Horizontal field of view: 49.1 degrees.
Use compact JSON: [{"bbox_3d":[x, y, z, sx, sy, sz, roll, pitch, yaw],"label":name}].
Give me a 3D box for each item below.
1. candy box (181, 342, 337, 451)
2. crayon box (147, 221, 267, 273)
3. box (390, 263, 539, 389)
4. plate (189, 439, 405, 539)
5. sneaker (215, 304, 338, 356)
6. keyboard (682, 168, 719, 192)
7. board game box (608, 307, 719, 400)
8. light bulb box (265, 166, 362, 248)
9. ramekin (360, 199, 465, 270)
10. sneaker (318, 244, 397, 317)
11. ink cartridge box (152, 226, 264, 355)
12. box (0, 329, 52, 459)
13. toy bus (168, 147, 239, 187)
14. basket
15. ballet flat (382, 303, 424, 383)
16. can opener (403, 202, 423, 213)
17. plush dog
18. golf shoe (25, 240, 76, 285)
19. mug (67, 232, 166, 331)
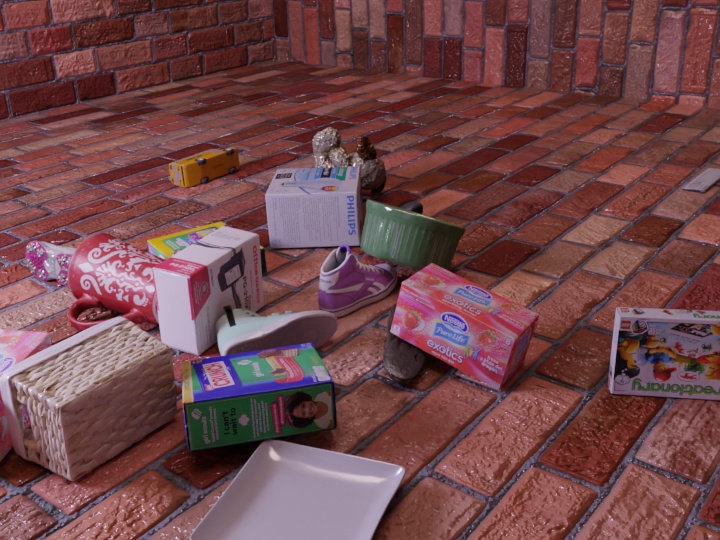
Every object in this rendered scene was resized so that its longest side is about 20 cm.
[{"bbox_3d":[-0.146,0.170,1.092,0.197,0.078,0.169,-8,14,-12],"label":"candy box"},{"bbox_3d":[-0.312,-0.028,1.595,0.171,0.059,0.199,-19,29,-30],"label":"crayon box"},{"bbox_3d":[0.160,0.082,1.219,0.199,0.096,0.102,27,32,25],"label":"box"},{"bbox_3d":[-0.067,0.281,0.922,0.197,0.033,0.200,7,26,19],"label":"plate"},{"bbox_3d":[-0.143,0.085,1.303,0.198,0.075,0.118,-13,33,-18],"label":"sneaker"},{"bbox_3d":[0.881,-0.233,2.008,0.056,0.011,0.199,17,30,36],"label":"keyboard"},{"bbox_3d":[0.461,0.119,1.122,0.197,0.128,0.035,2,23,9],"label":"board game box"},{"bbox_3d":[-0.096,-0.143,1.748,0.197,0.126,0.199,-2,24,3],"label":"light bulb box"},{"bbox_3d":[0.094,-0.062,1.515,0.197,0.099,0.200,16,6,-2],"label":"ramekin"},{"bbox_3d":[0.000,0.000,1.440,0.072,0.116,0.200,14,27,35],"label":"sneaker"},{"bbox_3d":[-0.254,0.029,1.354,0.083,0.147,0.200,11,28,24],"label":"ink cartridge box"},{"bbox_3d":[-0.511,0.174,1.092,0.093,0.104,0.200,1,24,8],"label":"box"},{"bbox_3d":[-0.424,-0.287,2.169,0.078,0.066,0.199,13,29,34],"label":"toy bus"},{"bbox_3d":[-0.358,0.172,1.069,0.122,0.137,0.199,20,32,32],"label":"basket"},{"bbox_3d":[0.064,0.122,1.260,0.067,0.047,0.201,15,29,-8],"label":"ballet flat"},{"bbox_3d":[0.074,-0.089,1.698,0.052,0.067,0.200,12,32,25],"label":"can opener"},{"bbox_3d":[-0.021,-0.246,1.957,0.169,0.201,0.162,-6,56,15],"label":"plush dog"},{"bbox_3d":[-0.597,-0.015,1.592,0.198,0.076,0.091,18,15,33],"label":"golf shoe"},{"bbox_3d":[-0.412,0.042,1.413,0.198,0.180,0.133,16,-7,26],"label":"mug"}]
